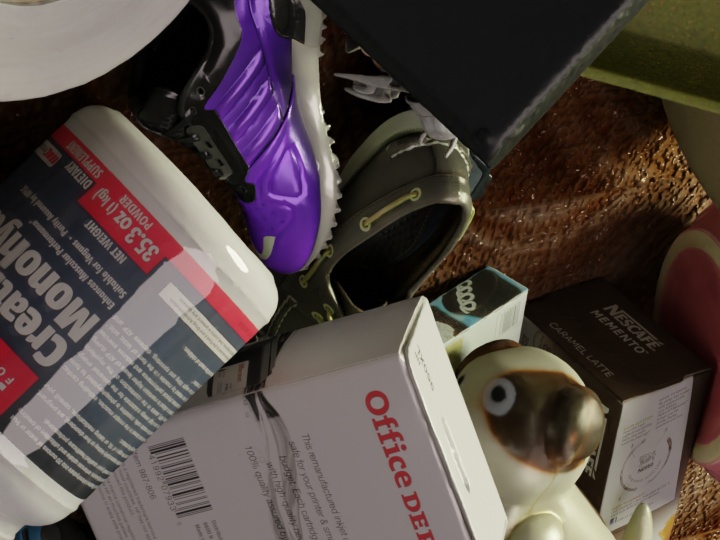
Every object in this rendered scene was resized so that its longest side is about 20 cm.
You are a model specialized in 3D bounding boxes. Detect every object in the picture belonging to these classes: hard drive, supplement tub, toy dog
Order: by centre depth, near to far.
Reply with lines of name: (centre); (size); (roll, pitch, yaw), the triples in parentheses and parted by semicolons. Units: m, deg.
hard drive: (0.036, -0.165, 0.931); (0.140, 0.200, 0.033); (-47, 168, 4)
supplement tub: (-0.152, 0.032, 0.979); (0.200, 0.140, 0.140); (-44, 139, -5)
toy dog: (0.095, 0.143, 1.182); (0.193, 0.140, 0.201); (-16, 118, -15)

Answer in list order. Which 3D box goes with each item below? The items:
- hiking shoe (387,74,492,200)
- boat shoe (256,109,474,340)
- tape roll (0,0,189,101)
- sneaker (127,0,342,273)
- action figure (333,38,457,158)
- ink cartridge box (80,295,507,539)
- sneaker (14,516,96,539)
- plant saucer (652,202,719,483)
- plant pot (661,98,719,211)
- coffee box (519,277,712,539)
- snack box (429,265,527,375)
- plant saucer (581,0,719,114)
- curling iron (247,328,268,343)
hiking shoe: (0.040, -0.114, 1.098); (0.086, 0.075, 0.201); (7, 117, -18)
boat shoe: (-0.003, -0.001, 1.098); (0.072, 0.061, 0.202); (14, 134, -27)
tape roll: (-0.150, -0.178, 0.872); (0.202, 0.071, 0.203); (-22, 132, -26)
sneaker: (-0.070, -0.082, 1.022); (0.099, 0.070, 0.201); (-19, 126, -22)
action figure: (0.044, -0.156, 0.985); (0.069, 0.129, 0.201); (-6, 96, -60)
ink cartridge box: (-0.037, 0.115, 1.074); (0.199, 0.084, 0.145); (-16, 108, 17)
sneaker: (-0.138, 0.172, 1.167); (0.082, 0.073, 0.200); (-58, 146, -15)
plant saucer: (0.237, 0.048, 1.292); (0.050, 0.201, 0.202); (-2, 125, -13)
plant pot: (0.247, -0.137, 1.175); (0.134, 0.200, 0.200); (41, 92, -16)
coffee box: (0.150, 0.124, 1.327); (0.079, 0.114, 0.201); (-16, 131, -31)
snack box: (0.022, 0.088, 1.211); (0.200, 0.037, 0.117); (-30, 138, -42)
plant saucer: (0.205, -0.186, 1.075); (0.048, 0.199, 0.201); (-16, 121, -68)
curling iron: (-0.070, 0.116, 1.169); (0.025, 0.050, 0.201); (-17, 124, -33)
